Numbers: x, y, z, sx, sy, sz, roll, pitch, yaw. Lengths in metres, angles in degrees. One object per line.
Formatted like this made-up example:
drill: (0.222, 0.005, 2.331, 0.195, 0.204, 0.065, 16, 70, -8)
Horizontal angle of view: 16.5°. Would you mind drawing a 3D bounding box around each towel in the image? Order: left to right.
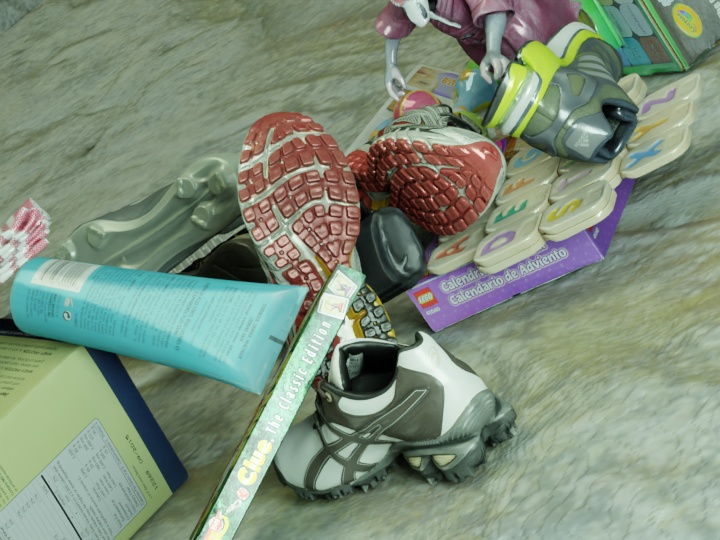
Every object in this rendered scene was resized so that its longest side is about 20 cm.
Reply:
towel: (-0.292, 0.023, 1.684, 0.200, 0.030, 0.146, -40, 10, -4)

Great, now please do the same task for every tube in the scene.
tube: (-0.131, 0.029, 1.577, 0.199, 0.050, 0.078, 9, 68, 31)

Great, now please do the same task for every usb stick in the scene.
usb stick: (0.000, 0.000, 1.673, 0.032, 0.056, 0.200, -24, -3, -18)

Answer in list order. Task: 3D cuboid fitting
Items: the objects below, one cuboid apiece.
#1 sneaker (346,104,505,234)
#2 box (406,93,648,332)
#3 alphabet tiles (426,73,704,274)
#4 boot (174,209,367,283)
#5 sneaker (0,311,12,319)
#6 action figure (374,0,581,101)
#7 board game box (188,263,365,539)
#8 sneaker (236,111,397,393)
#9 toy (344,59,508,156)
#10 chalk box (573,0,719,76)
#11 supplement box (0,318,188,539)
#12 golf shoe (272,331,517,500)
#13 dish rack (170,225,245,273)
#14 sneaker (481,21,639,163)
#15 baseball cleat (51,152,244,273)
sneaker: (0.048, -0.077, 1.627, 0.082, 0.078, 0.200, -42, 15, -13)
box: (0.119, -0.047, 1.677, 0.136, 0.039, 0.200, -25, 20, 30)
alphabet tiles: (0.132, -0.065, 1.612, 0.195, 0.015, 0.200, -27, 20, 26)
boot: (-0.064, -0.008, 1.856, 0.150, 0.073, 0.200, -33, -4, -30)
sneaker: (-0.240, 0.088, 1.842, 0.073, 0.112, 0.200, -33, -2, -18)
action figure: (0.084, -0.183, 1.678, 0.134, 0.200, 0.150, 6, 78, 40)
board game box: (-0.057, 0.095, 1.485, 0.201, 0.023, 0.105, -63, 5, -16)
sneaker: (-0.036, -0.004, 1.603, 0.077, 0.201, 0.082, -13, -4, -14)
toy: (0.060, -0.107, 1.834, 0.115, 0.047, 0.200, 17, 35, 16)
chalk box: (0.213, -0.224, 1.831, 0.200, 0.125, 0.124, -39, 18, -19)
supplement box: (-0.267, 0.146, 1.673, 0.199, 0.135, 0.200, 2, 39, 47)
golf shoe: (0.004, 0.078, 1.471, 0.200, 0.095, 0.078, -17, 25, 48)
dish rack: (-0.139, -0.006, 2.040, 0.200, 0.044, 0.171, -45, 19, -28)
sneaker: (0.138, -0.103, 1.574, 0.074, 0.081, 0.200, -59, -10, 22)
baseball cleat: (-0.139, -0.027, 1.845, 0.199, 0.070, 0.106, -26, -7, 32)
